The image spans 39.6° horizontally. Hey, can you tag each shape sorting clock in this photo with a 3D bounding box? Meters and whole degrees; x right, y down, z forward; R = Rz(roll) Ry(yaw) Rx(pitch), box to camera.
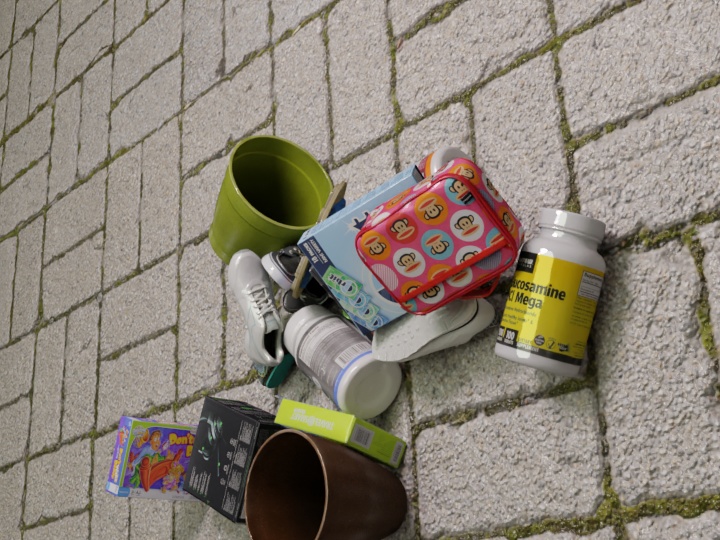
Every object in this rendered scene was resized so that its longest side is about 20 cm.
[{"bbox_3d":[-0.066,-0.050,1.585,0.201,0.039,0.200,-63,-1,-2],"label":"shape sorting clock"}]

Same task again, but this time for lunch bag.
[{"bbox_3d":[0.110,-0.032,1.313,0.200,0.176,0.082,-32,15,33],"label":"lunch bag"}]

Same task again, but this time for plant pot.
[{"bbox_3d":[-0.176,-0.101,1.778,0.193,0.199,0.201,-49,45,44],"label":"plant pot"},{"bbox_3d":[-0.033,0.334,1.450,0.186,0.199,0.188,-18,66,46],"label":"plant pot"}]

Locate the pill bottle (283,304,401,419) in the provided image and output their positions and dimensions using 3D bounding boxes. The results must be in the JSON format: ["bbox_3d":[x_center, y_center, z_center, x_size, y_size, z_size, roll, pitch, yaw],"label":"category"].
[{"bbox_3d":[-0.034,0.139,1.579,0.200,0.113,0.114,37,107,48],"label":"pill bottle"}]

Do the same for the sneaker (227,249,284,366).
[{"bbox_3d":[-0.160,0.062,1.631,0.080,0.070,0.202,13,119,61],"label":"sneaker"}]

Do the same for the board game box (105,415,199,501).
[{"bbox_3d":[-0.350,0.344,1.813,0.045,0.199,0.135,5,83,49],"label":"board game box"}]

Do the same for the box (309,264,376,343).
[{"bbox_3d":[0.050,-0.003,1.469,0.200,0.161,0.049,-34,14,23],"label":"box"}]

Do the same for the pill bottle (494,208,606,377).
[{"bbox_3d":[0.249,0.027,1.287,0.112,0.112,0.201,14,89,50],"label":"pill bottle"}]

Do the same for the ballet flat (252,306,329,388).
[{"bbox_3d":[-0.127,0.116,1.718,0.200,0.074,0.074,-51,45,26],"label":"ballet flat"}]

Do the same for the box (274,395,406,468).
[{"bbox_3d":[-0.040,0.246,1.542,0.199,0.122,0.048,5,69,49],"label":"box"}]

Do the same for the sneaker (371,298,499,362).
[{"bbox_3d":[0.104,0.091,1.441,0.199,0.080,0.077,-24,59,34],"label":"sneaker"}]

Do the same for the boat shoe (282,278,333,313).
[{"bbox_3d":[-0.074,0.028,1.697,0.199,0.067,0.072,-20,65,46],"label":"boat shoe"}]

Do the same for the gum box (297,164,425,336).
[{"bbox_3d":[0.040,-0.025,1.407,0.199,0.170,0.045,-29,16,23],"label":"gum box"}]

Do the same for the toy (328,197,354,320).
[{"bbox_3d":[0.000,0.000,1.541,0.115,0.047,0.201,30,136,21],"label":"toy"}]

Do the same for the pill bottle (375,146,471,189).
[{"bbox_3d":[0.083,-0.100,1.520,0.200,0.109,0.110,-28,58,41],"label":"pill bottle"}]

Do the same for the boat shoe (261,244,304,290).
[{"bbox_3d":[-0.116,-0.015,1.683,0.057,0.200,0.069,-41,90,8],"label":"boat shoe"}]

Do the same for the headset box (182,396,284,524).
[{"bbox_3d":[-0.214,0.327,1.743,0.199,0.092,0.175,11,88,50],"label":"headset box"}]
